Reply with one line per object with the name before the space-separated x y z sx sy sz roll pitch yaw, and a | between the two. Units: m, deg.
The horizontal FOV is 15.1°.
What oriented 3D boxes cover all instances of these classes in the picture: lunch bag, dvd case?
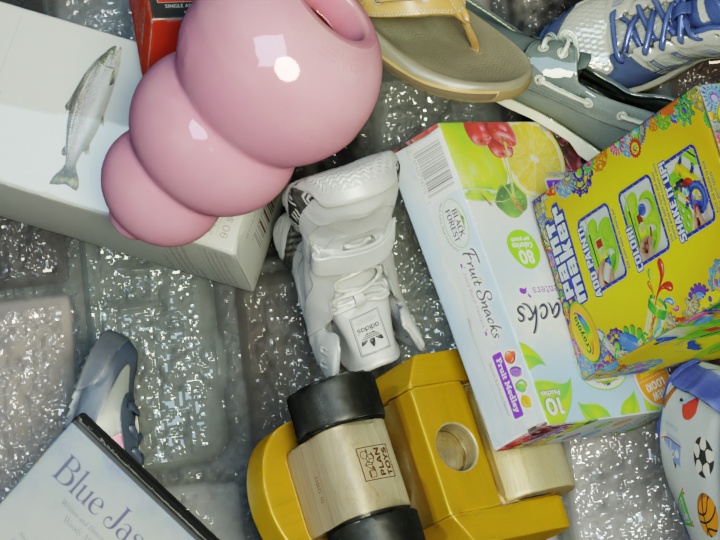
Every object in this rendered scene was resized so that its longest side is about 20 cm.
lunch bag | 0.259 0.152 1.602 0.124 0.170 0.200 -31 104 -5
dvd case | -0.182 0.206 1.673 0.143 0.018 0.200 43 105 3

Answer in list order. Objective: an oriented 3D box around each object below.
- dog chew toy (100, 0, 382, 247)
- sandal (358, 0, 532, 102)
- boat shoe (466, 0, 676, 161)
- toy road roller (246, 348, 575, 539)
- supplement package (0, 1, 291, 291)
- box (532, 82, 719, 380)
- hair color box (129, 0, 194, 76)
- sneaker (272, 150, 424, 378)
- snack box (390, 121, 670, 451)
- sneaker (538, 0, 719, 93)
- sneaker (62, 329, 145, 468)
dog chew toy | -0.080 -0.090 1.608 0.200 0.124 0.125 -43 76 26
sandal | 0.024 -0.176 1.655 0.200 0.054 0.080 44 48 10
boat shoe | 0.128 -0.126 1.721 0.200 0.073 0.062 35 120 -6
toy road roller | 0.019 0.132 1.699 0.200 0.146 0.123 -8 73 -36
supplement package | -0.150 -0.078 1.742 0.199 0.117 0.117 16 80 8
box | 0.245 -0.029 1.627 0.200 0.193 0.122 -8 74 -31
hair color box | -0.098 -0.207 1.720 0.101 0.061 0.200 -3 48 -13
sneaker | 0.000 0.000 1.677 0.075 0.200 0.115 -19 82 -12
snack box | 0.109 0.006 1.695 0.053 0.142 0.200 -30 73 39
sneaker | 0.209 -0.166 1.752 0.199 0.088 0.075 -12 79 3
sneaker | -0.150 0.140 1.719 0.082 0.070 0.201 8 87 12
